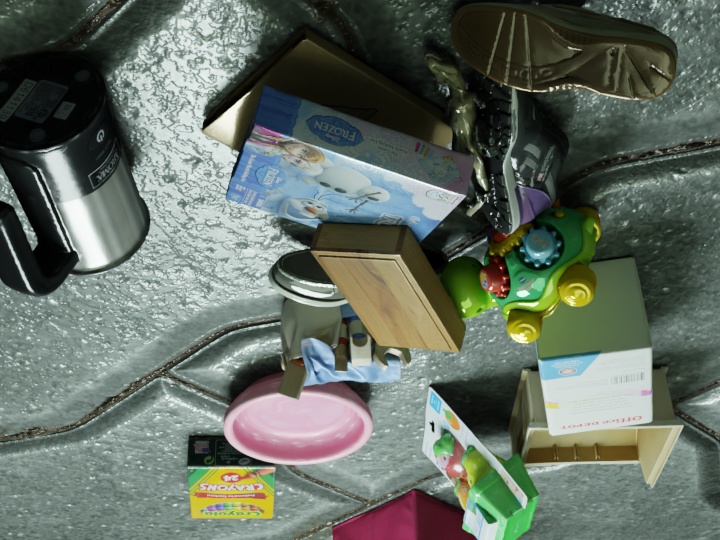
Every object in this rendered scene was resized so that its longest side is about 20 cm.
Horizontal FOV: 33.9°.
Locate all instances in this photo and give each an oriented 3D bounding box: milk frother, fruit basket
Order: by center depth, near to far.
[{"bbox_3d":[-0.325,-0.098,1.115,0.199,0.180,0.189,34,153,25],"label":"milk frother"},{"bbox_3d":[0.146,0.276,1.595,0.093,0.200,0.186,-37,153,-24],"label":"fruit basket"}]

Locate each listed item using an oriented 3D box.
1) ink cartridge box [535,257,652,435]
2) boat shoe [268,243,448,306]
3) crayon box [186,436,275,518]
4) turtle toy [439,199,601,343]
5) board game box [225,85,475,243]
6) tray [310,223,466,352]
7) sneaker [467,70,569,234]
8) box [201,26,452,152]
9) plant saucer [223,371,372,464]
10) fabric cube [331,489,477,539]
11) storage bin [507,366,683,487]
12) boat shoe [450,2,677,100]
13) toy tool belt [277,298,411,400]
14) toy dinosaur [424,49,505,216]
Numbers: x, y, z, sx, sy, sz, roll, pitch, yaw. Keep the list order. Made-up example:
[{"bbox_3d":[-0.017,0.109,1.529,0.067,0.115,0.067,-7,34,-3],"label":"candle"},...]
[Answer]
[{"bbox_3d":[0.274,0.100,1.402,0.127,0.126,0.201,-8,144,7],"label":"ink cartridge box"},{"bbox_3d":[0.000,-0.003,1.296,0.199,0.073,0.061,3,143,-18],"label":"boat shoe"},{"bbox_3d":[-0.188,0.313,1.729,0.125,0.051,0.201,0,144,-5],"label":"crayon box"},{"bbox_3d":[0.168,-0.004,1.255,0.101,0.146,0.200,41,124,-16],"label":"turtle toy"},{"bbox_3d":[-0.017,-0.086,1.107,0.197,0.044,0.200,17,162,-9],"label":"board game box"},{"bbox_3d":[0.032,0.022,1.212,0.098,0.037,0.200,3,150,26],"label":"tray"},{"bbox_3d":[0.159,-0.134,1.145,0.087,0.076,0.201,-26,139,-16],"label":"sneaker"},{"bbox_3d":[-0.028,-0.139,1.147,0.199,0.021,0.163,25,136,-34],"label":"box"},{"bbox_3d":[-0.083,0.192,1.571,0.198,0.051,0.201,-1,145,-1],"label":"plant saucer"},{"bbox_3d":[0.088,0.496,1.870,0.195,0.201,0.199,29,134,-35],"label":"fabric cube"},{"bbox_3d":[0.308,0.219,1.595,0.198,0.094,0.199,-1,144,-2],"label":"storage bin"},{"bbox_3d":[0.179,-0.199,1.036,0.198,0.065,0.073,12,124,13],"label":"boat shoe"},{"bbox_3d":[0.001,0.094,1.380,0.198,0.124,0.125,-4,144,1],"label":"toy tool belt"},{"bbox_3d":[0.105,-0.113,1.107,0.047,0.088,0.201,-18,128,-3],"label":"toy dinosaur"}]
